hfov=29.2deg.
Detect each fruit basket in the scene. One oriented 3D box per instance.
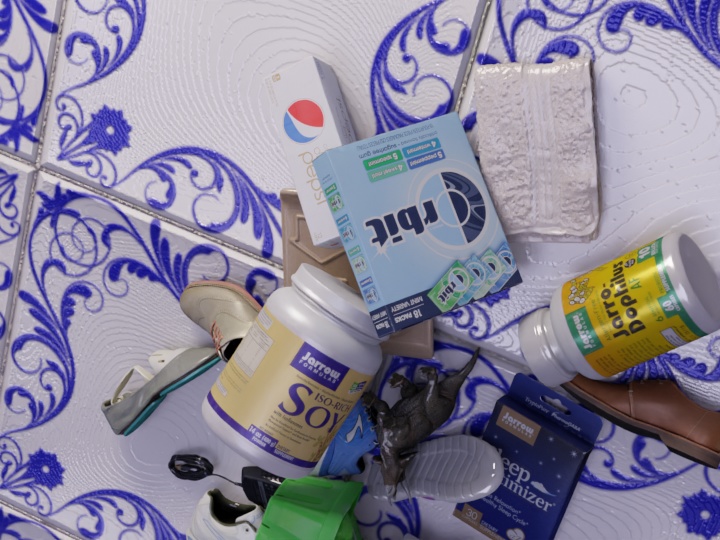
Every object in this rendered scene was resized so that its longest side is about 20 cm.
[{"bbox_3d":[-0.033,0.362,1.617,0.215,0.156,0.217,3,102,12],"label":"fruit basket"}]

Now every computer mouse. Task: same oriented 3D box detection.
[{"bbox_3d":[-0.156,0.262,1.756,0.199,0.034,0.059,12,132,23],"label":"computer mouse"}]

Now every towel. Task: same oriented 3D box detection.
[{"bbox_3d":[0.190,-0.125,1.479,0.132,0.034,0.201,0,107,21],"label":"towel"}]

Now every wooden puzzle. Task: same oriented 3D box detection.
[{"bbox_3d":[0.000,0.000,1.595,0.184,0.046,0.201,6,114,20],"label":"wooden puzzle"}]

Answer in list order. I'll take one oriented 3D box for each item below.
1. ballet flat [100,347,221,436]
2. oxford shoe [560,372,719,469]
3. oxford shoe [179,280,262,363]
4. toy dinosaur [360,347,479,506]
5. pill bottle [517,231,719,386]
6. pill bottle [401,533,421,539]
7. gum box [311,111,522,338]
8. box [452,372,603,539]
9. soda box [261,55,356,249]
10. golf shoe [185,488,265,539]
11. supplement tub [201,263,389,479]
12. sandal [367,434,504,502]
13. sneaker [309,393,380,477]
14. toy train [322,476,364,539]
[{"bbox_3d":[-0.256,0.137,1.730,0.200,0.067,0.064,-39,84,28],"label":"ballet flat"},{"bbox_3d":[0.311,0.146,1.518,0.199,0.071,0.072,23,85,16],"label":"oxford shoe"},{"bbox_3d":[-0.153,0.069,1.640,0.200,0.074,0.071,22,128,34],"label":"oxford shoe"},{"bbox_3d":[0.064,0.164,1.599,0.077,0.200,0.102,28,163,39],"label":"toy dinosaur"},{"bbox_3d":[0.272,0.048,1.461,0.200,0.113,0.113,-27,97,28],"label":"pill bottle"},{"bbox_3d":[0.122,0.399,1.642,0.199,0.111,0.111,29,116,10],"label":"pill bottle"},{"bbox_3d":[0.061,-0.051,1.464,0.045,0.169,0.201,-29,82,62],"label":"gum box"},{"bbox_3d":[0.191,0.229,1.590,0.121,0.032,0.201,29,115,23],"label":"box"},{"bbox_3d":[-0.041,-0.129,1.517,0.068,0.064,0.201,-21,80,17],"label":"soda box"},{"bbox_3d":[-0.127,0.346,1.736,0.199,0.078,0.098,23,124,13],"label":"golf shoe"},{"bbox_3d":[-0.066,0.109,1.503,0.145,0.145,0.200,34,97,8],"label":"supplement tub"},{"bbox_3d":[0.094,0.239,1.621,0.202,0.083,0.050,-8,147,43],"label":"sandal"},{"bbox_3d":[-0.009,0.165,1.638,0.089,0.079,0.201,7,127,-5],"label":"sneaker"},{"bbox_3d":[-0.019,0.349,1.723,0.056,0.042,0.201,-13,103,15],"label":"toy train"}]
